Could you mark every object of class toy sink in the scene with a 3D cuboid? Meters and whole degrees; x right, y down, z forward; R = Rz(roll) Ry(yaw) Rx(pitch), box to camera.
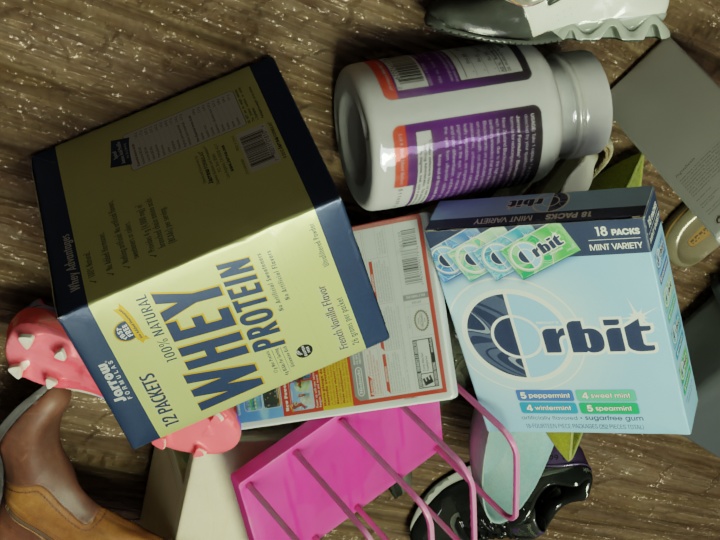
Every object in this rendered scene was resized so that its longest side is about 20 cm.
[{"bbox_3d":[-0.112,0.187,1.186,0.129,0.112,0.202,-1,126,-23],"label":"toy sink"}]

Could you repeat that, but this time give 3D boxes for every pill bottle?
[{"bbox_3d":[0.087,-0.116,1.036,0.197,0.112,0.112,-10,129,-14],"label":"pill bottle"}]

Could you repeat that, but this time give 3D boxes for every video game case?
[{"bbox_3d":[-0.029,0.042,1.059,0.197,0.145,0.017,-10,175,18],"label":"video game case"}]

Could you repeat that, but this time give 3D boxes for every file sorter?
[{"bbox_3d":[0.020,0.188,1.091,0.199,0.125,0.140,-33,142,-21],"label":"file sorter"}]

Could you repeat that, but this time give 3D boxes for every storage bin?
[{"bbox_3d":[0.380,0.118,1.329,0.199,0.147,0.134,29,122,-36],"label":"storage bin"}]

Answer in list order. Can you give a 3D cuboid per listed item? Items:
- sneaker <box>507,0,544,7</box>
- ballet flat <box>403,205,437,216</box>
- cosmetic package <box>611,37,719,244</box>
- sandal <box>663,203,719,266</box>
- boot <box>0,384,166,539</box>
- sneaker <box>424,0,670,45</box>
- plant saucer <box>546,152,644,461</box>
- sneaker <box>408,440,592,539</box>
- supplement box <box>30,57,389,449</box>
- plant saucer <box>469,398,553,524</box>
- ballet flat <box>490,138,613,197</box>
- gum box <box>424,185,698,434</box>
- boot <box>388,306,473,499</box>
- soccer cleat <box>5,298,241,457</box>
[{"bbox_3d":[0.086,-0.275,0.903,0.074,0.090,0.201,-28,112,2],"label":"sneaker"},{"bbox_3d":[0.000,0.000,1.111,0.198,0.063,0.068,-22,131,-5],"label":"ballet flat"},{"bbox_3d":[0.288,-0.087,1.082,0.085,0.201,0.107,-43,132,16],"label":"cosmetic package"},{"bbox_3d":[0.358,-0.070,1.220,0.200,0.054,0.080,-46,129,15],"label":"sandal"},{"bbox_3d":[-0.218,0.199,1.110,0.199,0.069,0.189,34,115,4],"label":"boot"},{"bbox_3d":[0.141,-0.217,1.017,0.197,0.074,0.090,-6,110,-16],"label":"sneaker"},{"bbox_3d":[0.193,0.026,1.171,0.047,0.200,0.202,13,131,19],"label":"plant saucer"},{"bbox_3d":[0.139,0.236,1.342,0.199,0.088,0.076,-36,131,8],"label":"sneaker"},{"bbox_3d":[-0.112,-0.018,0.970,0.198,0.201,0.135,-23,130,-3],"label":"supplement box"},{"bbox_3d":[0.142,0.131,1.247,0.201,0.038,0.203,-38,136,-49],"label":"plant saucer"},{"bbox_3d":[0.143,-0.048,1.143,0.067,0.063,0.201,17,118,-31],"label":"ballet flat"},{"bbox_3d":[0.156,0.036,1.026,0.168,0.045,0.202,-3,126,27],"label":"gum box"},{"bbox_3d":[0.066,0.120,1.241,0.129,0.068,0.202,-19,131,-12],"label":"boot"},{"bbox_3d":[-0.181,0.080,1.056,0.198,0.077,0.067,23,118,-8],"label":"soccer cleat"}]
